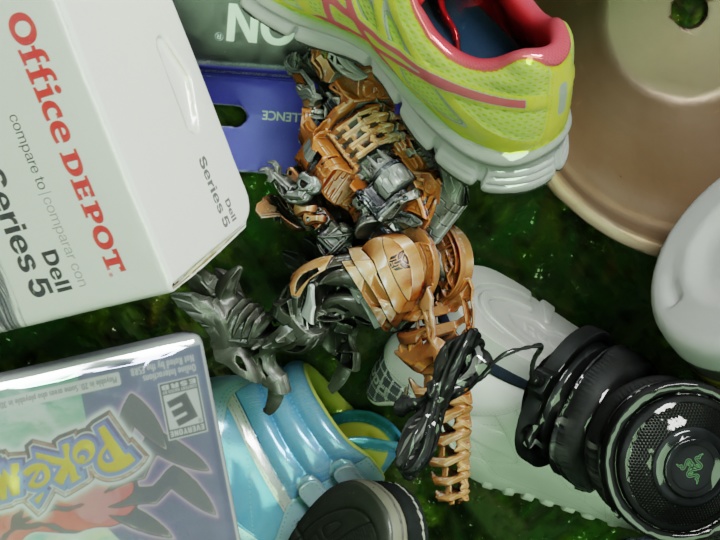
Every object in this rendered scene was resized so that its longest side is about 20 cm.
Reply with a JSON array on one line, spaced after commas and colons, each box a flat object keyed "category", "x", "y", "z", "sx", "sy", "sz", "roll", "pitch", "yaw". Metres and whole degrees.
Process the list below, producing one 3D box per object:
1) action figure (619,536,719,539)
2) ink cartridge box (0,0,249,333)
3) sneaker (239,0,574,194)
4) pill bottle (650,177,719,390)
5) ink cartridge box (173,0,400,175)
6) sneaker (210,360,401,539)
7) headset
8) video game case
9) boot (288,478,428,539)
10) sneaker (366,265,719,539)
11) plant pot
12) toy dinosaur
[{"category": "action figure", "x": 0.208, "y": 0.191, "z": 1.090, "sx": 0.200, "sy": 0.105, "sz": 0.194, "roll": 3, "pitch": 141, "yaw": -5}, {"category": "ink cartridge box", "x": -0.169, "y": -0.050, "z": 0.999, "sx": 0.200, "sy": 0.084, "sz": 0.146, "roll": -14, "pitch": 107, "yaw": 27}, {"category": "sneaker", "x": 0.016, "y": -0.124, "z": 0.959, "sx": 0.200, "sy": 0.090, "sz": 0.078, "roll": 39, "pitch": 61, "yaw": 14}, {"category": "pill bottle", "x": 0.222, "y": 0.045, "z": 1.004, "sx": 0.111, "sy": 0.111, "sz": 0.200, "roll": -43, "pitch": 122, "yaw": 7}, {"category": "ink cartridge box", "x": -0.070, "y": -0.138, "z": 1.046, "sx": 0.198, "sy": 0.043, "sz": 0.200, "roll": 3, "pitch": 106, "yaw": -6}, {"category": "sneaker", "x": -0.030, "y": 0.135, "z": 1.102, "sx": 0.130, "sy": 0.080, "sz": 0.200, "roll": -17, "pitch": 106, "yaw": 1}, {"category": "headset", "x": 0.103, "y": 0.078, "z": 0.981, "sx": 0.200, "sy": 0.123, "sz": 0.094, "roll": 30, "pitch": 89, "yaw": -34}, {"category": "video game case", "x": -0.148, "y": 0.136, "z": 1.022, "sx": 0.200, "sy": 0.023, "sz": 0.183, "roll": -13, "pitch": 98, "yaw": -18}, {"category": "boot", "x": 0.038, "y": 0.168, "z": 1.081, "sx": 0.154, "sy": 0.073, "sz": 0.204, "roll": -10, "pitch": 127, "yaw": -31}, {"category": "sneaker", "x": 0.099, "y": 0.080, "z": 1.110, "sx": 0.200, "sy": 0.076, "sz": 0.081, "roll": 36, "pitch": 117, "yaw": -12}, {"category": "plant pot", "x": 0.155, "y": -0.109, "z": 1.046, "sx": 0.200, "sy": 0.093, "sz": 0.201, "roll": -1, "pitch": 104, "yaw": -4}, {"category": "toy dinosaur", "x": 0.000, "y": 0.000, "z": 1.015, "sx": 0.102, "sy": 0.200, "sz": 0.136, "roll": 16, "pitch": 149, "yaw": -41}]
